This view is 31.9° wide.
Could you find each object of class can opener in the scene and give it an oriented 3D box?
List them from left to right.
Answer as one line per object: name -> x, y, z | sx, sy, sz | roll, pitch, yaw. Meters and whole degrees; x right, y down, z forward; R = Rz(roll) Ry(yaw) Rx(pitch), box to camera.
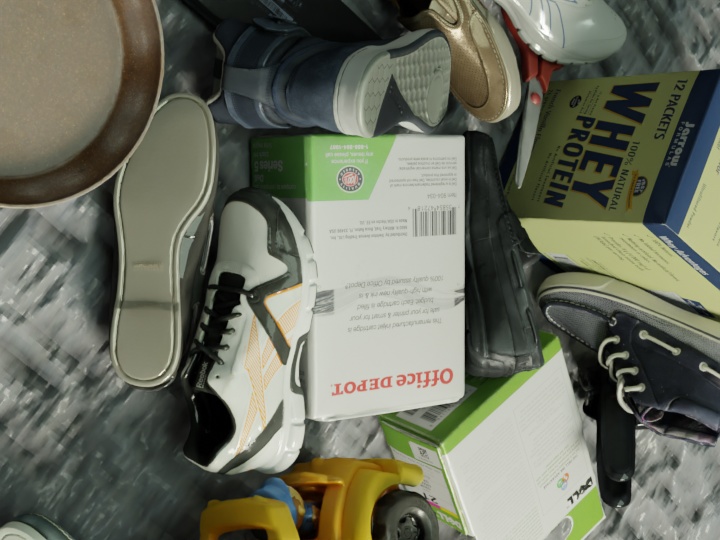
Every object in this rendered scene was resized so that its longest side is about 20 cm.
can opener -> 0.220, 0.127, 1.073 | 0.200, 0.078, 0.064 | -59, 144, -64

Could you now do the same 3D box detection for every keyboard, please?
keyboard -> -0.054, -0.211, 0.916 | 0.200, 0.021, 0.127 | 37, 79, -34

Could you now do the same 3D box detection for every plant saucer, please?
plant saucer -> -0.219, -0.140, 0.790 | 0.200, 0.034, 0.201 | -4, 97, -36

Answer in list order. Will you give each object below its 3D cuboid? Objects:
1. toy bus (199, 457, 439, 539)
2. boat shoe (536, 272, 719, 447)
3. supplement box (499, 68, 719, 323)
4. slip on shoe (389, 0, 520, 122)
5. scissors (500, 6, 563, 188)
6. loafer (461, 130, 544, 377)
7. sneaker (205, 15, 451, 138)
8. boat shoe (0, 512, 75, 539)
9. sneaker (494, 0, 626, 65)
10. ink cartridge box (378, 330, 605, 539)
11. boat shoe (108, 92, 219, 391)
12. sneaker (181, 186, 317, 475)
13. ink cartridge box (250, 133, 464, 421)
toy bus -> -0.058, 0.212, 0.860 | 0.192, 0.135, 0.201 | 25, 62, -36
boat shoe -> 0.226, 0.073, 1.042 | 0.093, 0.199, 0.075 | -57, 151, -29
supplement box -> 0.251, -0.054, 1.045 | 0.200, 0.199, 0.135 | 33, 74, -34
slip on shoe -> 0.056, -0.198, 0.963 | 0.061, 0.076, 0.201 | -38, 113, -33
scissors -> 0.148, -0.147, 1.029 | 0.073, 0.014, 0.201 | 18, 58, -34
loafer -> 0.106, -0.014, 0.996 | 0.070, 0.068, 0.202 | -1, 73, -10
sneaker -> -0.023, -0.139, 0.895 | 0.202, 0.146, 0.077 | -20, 117, -65
boat shoe -> -0.170, 0.225, 0.847 | 0.200, 0.073, 0.062 | 57, 41, -25
sneaker -> 0.148, -0.234, 1.003 | 0.200, 0.087, 0.075 | 28, 49, -30
ink cartridge box -> 0.114, 0.165, 1.043 | 0.148, 0.076, 0.201 | -37, 124, -29
boat shoe -> -0.136, -0.019, 0.858 | 0.067, 0.057, 0.201 | 8, 85, -1
sneaker -> -0.079, 0.044, 0.852 | 0.080, 0.074, 0.201 | -4, 95, -47
ink cartridge box -> 0.000, 0.000, 0.934 | 0.145, 0.084, 0.201 | -4, 96, -36
